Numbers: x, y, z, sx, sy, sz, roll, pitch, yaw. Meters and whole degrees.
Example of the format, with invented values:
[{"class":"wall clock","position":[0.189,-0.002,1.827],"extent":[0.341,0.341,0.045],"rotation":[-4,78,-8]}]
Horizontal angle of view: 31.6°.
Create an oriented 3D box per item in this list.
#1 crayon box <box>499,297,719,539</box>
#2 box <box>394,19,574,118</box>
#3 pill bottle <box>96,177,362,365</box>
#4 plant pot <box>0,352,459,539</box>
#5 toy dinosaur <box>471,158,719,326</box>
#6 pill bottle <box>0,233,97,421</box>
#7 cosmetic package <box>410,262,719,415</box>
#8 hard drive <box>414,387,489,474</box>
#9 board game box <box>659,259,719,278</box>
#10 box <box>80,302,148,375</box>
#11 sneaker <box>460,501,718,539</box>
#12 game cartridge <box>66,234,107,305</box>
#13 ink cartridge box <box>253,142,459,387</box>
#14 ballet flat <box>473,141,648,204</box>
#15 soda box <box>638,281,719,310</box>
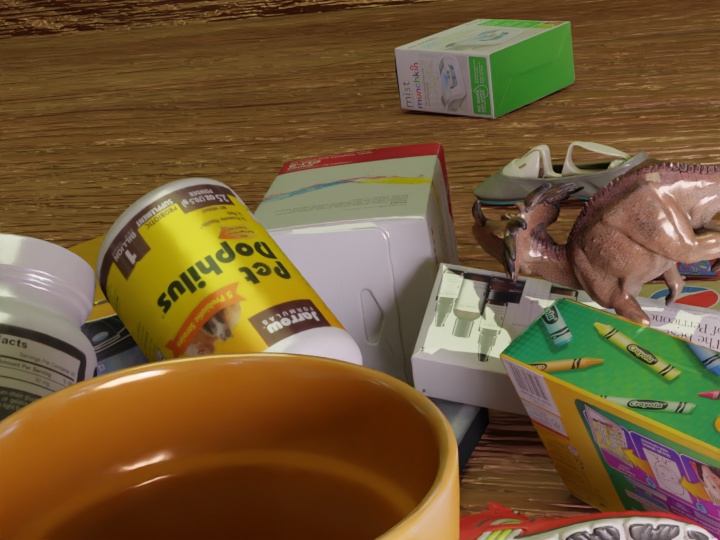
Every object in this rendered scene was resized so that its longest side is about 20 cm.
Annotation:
[{"class":"crayon box","position":[0.175,0.098,0.690],"extent":[0.058,0.119,0.200],"rotation":[-39,30,-18]},{"class":"box","position":[0.180,-0.293,1.835],"extent":[0.176,0.097,0.199],"rotation":[14,30,42]},{"class":"pill bottle","position":[-0.073,0.043,0.785],"extent":[0.109,0.110,0.200],"rotation":[-21,55,-32]},{"class":"plant pot","position":[-0.057,0.157,0.527],"extent":[0.198,0.185,0.200],"rotation":[-3,20,1]},{"class":"toy dinosaur","position":[0.160,-0.027,0.775],"extent":[0.200,0.136,0.086],"rotation":[-40,10,32]},{"class":"pill bottle","position":[-0.221,0.088,0.762],"extent":[0.115,0.117,0.201],"rotation":[-3,63,15]},{"class":"cosmetic package","position":[0.140,0.055,0.840],"extent":[0.198,0.051,0.083],"rotation":[9,56,14]},{"class":"hard drive","position":[-0.010,0.132,0.818],"extent":[0.139,0.033,0.200],"rotation":[0,21,23]},{"class":"board game box","position":[0.274,-0.007,1.010],"extent":[0.102,0.020,0.200],"rotation":[-6,3,-24]},{"class":"box","position":[-0.159,0.081,0.891],"extent":[0.199,0.120,0.041],"rotation":[-15,17,-19]},{"class":"sneaker","position":[0.089,0.148,0.662],"extent":[0.198,0.078,0.085],"rotation":[-6,20,6]},{"class":"game cartridge","position":[-0.239,0.000,1.293],"extent":[0.176,0.033,0.199],"rotation":[-23,21,-34]},{"class":"ink cartridge box","position":[0.000,0.000,1.011],"extent":[0.143,0.146,0.200],"rotation":[-5,19,9]},{"class":"ballet flat","position":[0.210,-0.105,1.340],"extent":[0.199,0.064,0.067],"rotation":[3,22,30]},{"class":"soda box","position":[0.198,0.051,0.911],"extent":[0.198,0.065,0.068],"rotation":[-2,20,16]}]
